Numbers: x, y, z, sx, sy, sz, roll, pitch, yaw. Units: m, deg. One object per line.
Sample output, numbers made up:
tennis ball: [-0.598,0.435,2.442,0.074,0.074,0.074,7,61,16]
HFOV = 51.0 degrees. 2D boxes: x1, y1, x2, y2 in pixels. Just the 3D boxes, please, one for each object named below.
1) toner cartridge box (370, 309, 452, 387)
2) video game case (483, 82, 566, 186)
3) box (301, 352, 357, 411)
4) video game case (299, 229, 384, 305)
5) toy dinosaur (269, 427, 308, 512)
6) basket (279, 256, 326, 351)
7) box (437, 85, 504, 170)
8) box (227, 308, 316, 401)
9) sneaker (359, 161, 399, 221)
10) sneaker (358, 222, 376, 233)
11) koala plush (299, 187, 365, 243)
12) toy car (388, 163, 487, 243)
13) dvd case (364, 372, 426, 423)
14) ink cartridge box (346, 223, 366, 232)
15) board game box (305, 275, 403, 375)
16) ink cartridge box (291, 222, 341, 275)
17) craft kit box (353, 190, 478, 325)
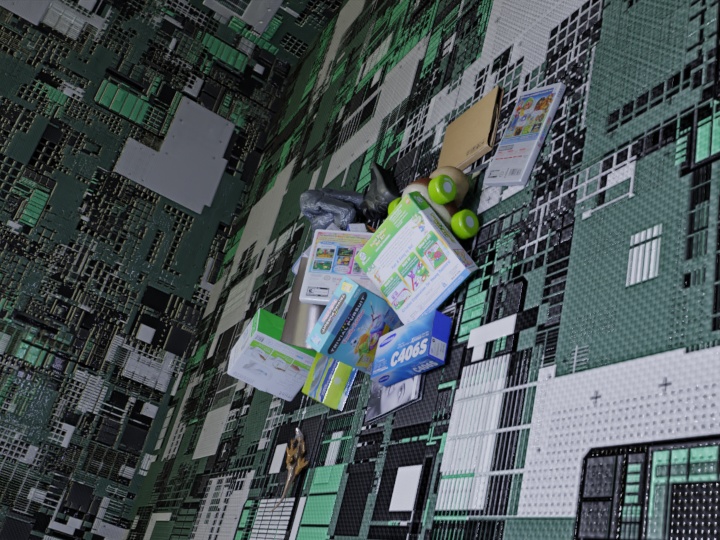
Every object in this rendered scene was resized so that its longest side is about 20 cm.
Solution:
toner cartridge box: [0.095,0.153,1.455,0.199,0.043,0.097,-34,35,52]
video game case: [0.315,-0.259,1.460,0.204,0.018,0.143,-67,19,-4]
box: [-0.074,0.257,1.800,0.124,0.047,0.199,-68,19,-8]
video game case: [-0.024,-0.004,1.678,0.024,0.195,0.186,72,-155,-57]
toy dinosaur: [-0.156,0.467,1.776,0.107,0.059,0.203,102,-174,-58]
basket: [-0.102,0.078,1.767,0.179,0.133,0.205,8,88,59]
box: [0.241,-0.299,1.685,0.199,0.021,0.167,-33,37,56]
box: [-0.225,0.228,1.993,0.178,0.197,0.098,-53,22,30]
sneaker: [0.039,-0.209,2.012,0.115,0.075,0.201,-48,30,23]
sneaker: [0.016,-0.073,1.851,0.073,0.079,0.200,-62,7,2]
koala plush: [-0.089,-0.113,2.110,0.178,0.179,0.205,-51,-30,-62]
toy car: [0.184,-0.149,1.555,0.163,0.159,0.200,-22,18,52]
dvd case: [0.075,0.213,1.520,0.199,0.016,0.152,-37,33,52]
ink cartridge box: [0.000,0.000,1.749,0.095,0.043,0.204,110,152,-51]
board game box: [-0.003,0.117,1.536,0.047,0.199,0.153,31,90,39]
ink cartridge box: [-0.068,-0.027,1.927,0.076,0.136,0.200,-45,3,42]
craft kit box: [0.105,-0.014,1.484,0.048,0.199,0.200,-25,-18,-51]
